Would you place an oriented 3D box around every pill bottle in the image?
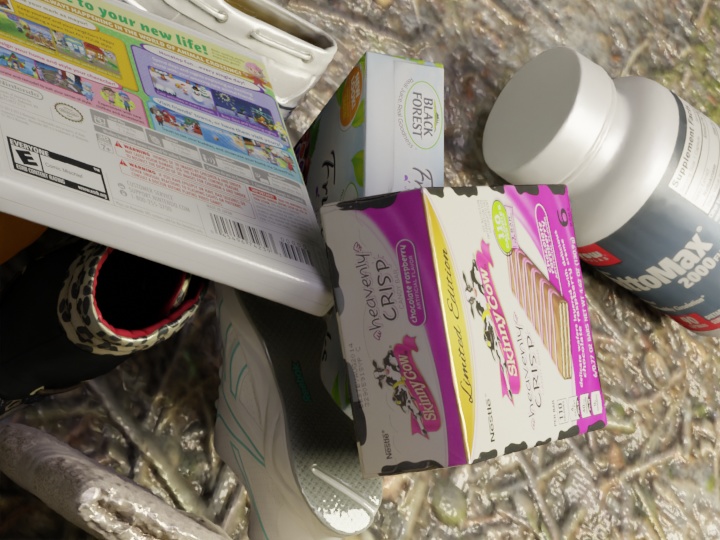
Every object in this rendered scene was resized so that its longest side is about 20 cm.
[{"bbox_3d":[0.178,-0.052,1.638,0.200,0.119,0.120,32,54,-28],"label":"pill bottle"}]

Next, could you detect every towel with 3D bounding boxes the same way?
[{"bbox_3d":[-0.088,0.140,1.313,0.200,0.132,0.035,34,83,-28],"label":"towel"}]

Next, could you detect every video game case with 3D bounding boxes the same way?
[{"bbox_3d":[-0.112,-0.071,1.263,0.200,0.022,0.182,19,36,-34],"label":"video game case"}]

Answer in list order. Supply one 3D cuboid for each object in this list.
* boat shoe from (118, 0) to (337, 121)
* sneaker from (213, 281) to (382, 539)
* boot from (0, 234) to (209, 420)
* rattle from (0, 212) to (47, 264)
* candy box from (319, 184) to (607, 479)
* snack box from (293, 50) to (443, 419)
[{"bbox_3d":[-0.090,-0.159,1.370,0.202,0.086,0.075,35,21,-27],"label":"boat shoe"},{"bbox_3d":[-0.051,0.056,1.341,0.070,0.080,0.201,6,60,-36],"label":"sneaker"},{"bbox_3d":[-0.116,0.007,1.324,0.203,0.154,0.074,-36,98,-44],"label":"boot"},{"bbox_3d":[-0.158,-0.085,1.413,0.130,0.143,0.200,21,21,-20],"label":"rattle"},{"bbox_3d":[0.057,0.026,1.316,0.200,0.061,0.137,-7,87,-64],"label":"candy box"},{"bbox_3d":[0.000,0.000,1.436,0.053,0.142,0.200,9,65,-19],"label":"snack box"}]
